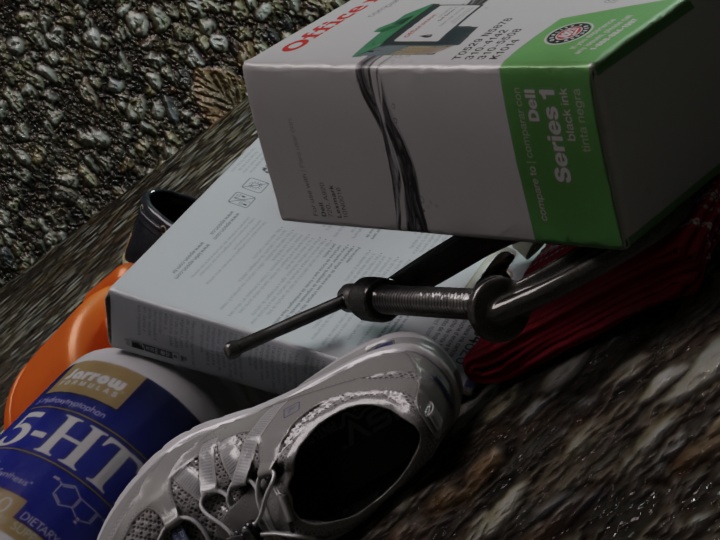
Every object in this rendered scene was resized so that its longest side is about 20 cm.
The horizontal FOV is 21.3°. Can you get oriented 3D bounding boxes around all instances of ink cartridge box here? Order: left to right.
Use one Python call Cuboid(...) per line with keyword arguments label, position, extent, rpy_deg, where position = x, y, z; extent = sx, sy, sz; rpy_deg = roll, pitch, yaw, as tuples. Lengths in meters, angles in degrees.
Cuboid(label="ink cartridge box", position=(0.000, 0.000, 1.003), extent=(0.199, 0.041, 0.200), rpy_deg=(14, 36, 20))
Cuboid(label="ink cartridge box", position=(0.067, -0.081, 0.851), extent=(0.199, 0.085, 0.146), rpy_deg=(6, 31, 41))

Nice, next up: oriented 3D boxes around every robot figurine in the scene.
Cuboid(label="robot figurine", position=(-0.151, 0.082, 1.177), extent=(0.116, 0.144, 0.200), rpy_deg=(-33, -4, -38))

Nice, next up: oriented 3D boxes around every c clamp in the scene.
Cuboid(label="c clamp", position=(0.051, 0.005, 0.853), extent=(0.170, 0.027, 0.200), rpy_deg=(-29, 11, -26))

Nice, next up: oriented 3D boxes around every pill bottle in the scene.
Cuboid(label="pill bottle", position=(-0.128, 0.111, 0.978), extent=(0.119, 0.120, 0.200), rpy_deg=(-28, 16, 49))

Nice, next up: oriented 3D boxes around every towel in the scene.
Cuboid(label="towel", position=(0.135, -0.027, 0.895), extent=(0.144, 0.023, 0.200), rpy_deg=(-30, 14, 43))

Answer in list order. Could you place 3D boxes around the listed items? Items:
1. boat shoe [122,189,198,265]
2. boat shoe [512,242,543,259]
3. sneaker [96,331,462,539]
Cuboid(label="boat shoe", position=(-0.065, -0.008, 1.180), extent=(0.199, 0.063, 0.074), rpy_deg=(15, 18, 32))
Cuboid(label="boat shoe", position=(0.115, -0.104, 0.983), extent=(0.201, 0.067, 0.072), rpy_deg=(-55, -14, -14))
Cuboid(label="sneaker", position=(-0.044, 0.098, 0.854), extent=(0.200, 0.075, 0.082), rpy_deg=(-38, 9, 9))
